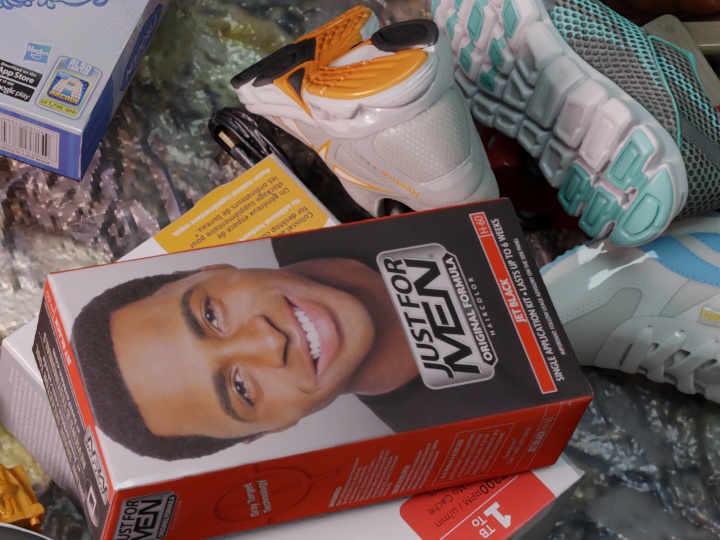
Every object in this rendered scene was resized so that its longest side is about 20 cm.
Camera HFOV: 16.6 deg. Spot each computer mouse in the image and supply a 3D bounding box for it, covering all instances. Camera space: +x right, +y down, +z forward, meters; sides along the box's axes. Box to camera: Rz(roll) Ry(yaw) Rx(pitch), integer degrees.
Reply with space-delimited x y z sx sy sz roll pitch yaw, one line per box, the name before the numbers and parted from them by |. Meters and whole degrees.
computer mouse | 0.000 0.000 1.112 0.200 0.059 0.034 42 76 15

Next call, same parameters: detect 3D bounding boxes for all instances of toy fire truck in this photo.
toy fire truck | 0.160 -0.076 1.189 0.200 0.049 0.141 10 58 -3

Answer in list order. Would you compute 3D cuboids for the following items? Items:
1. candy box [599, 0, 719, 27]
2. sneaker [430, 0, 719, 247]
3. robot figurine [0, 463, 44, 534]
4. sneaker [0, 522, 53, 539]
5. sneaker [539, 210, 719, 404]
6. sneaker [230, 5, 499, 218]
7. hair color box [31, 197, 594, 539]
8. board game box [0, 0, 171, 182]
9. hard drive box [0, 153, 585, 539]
candy box | 0.152 -0.190 1.164 0.117 0.200 0.057 -2 60 -12
sneaker | 0.106 -0.088 1.125 0.091 0.078 0.200 -8 50 -35
robot figurine | -0.239 0.096 1.006 0.200 0.058 0.145 -16 65 -20
sneaker | -0.085 0.145 0.933 0.200 0.099 0.071 38 60 15
sneaker | 0.162 0.023 1.118 0.200 0.077 0.081 -7 63 -13
sneaker | 0.003 -0.060 1.095 0.076 0.200 0.092 -31 106 -7
hair color box | -0.020 0.041 0.984 0.200 0.061 0.102 -11 61 -20
board game box | -0.182 -0.154 1.116 0.200 0.043 0.199 20 56 4
hard drive box | -0.032 0.074 1.050 0.156 0.077 0.200 -37 74 -27
